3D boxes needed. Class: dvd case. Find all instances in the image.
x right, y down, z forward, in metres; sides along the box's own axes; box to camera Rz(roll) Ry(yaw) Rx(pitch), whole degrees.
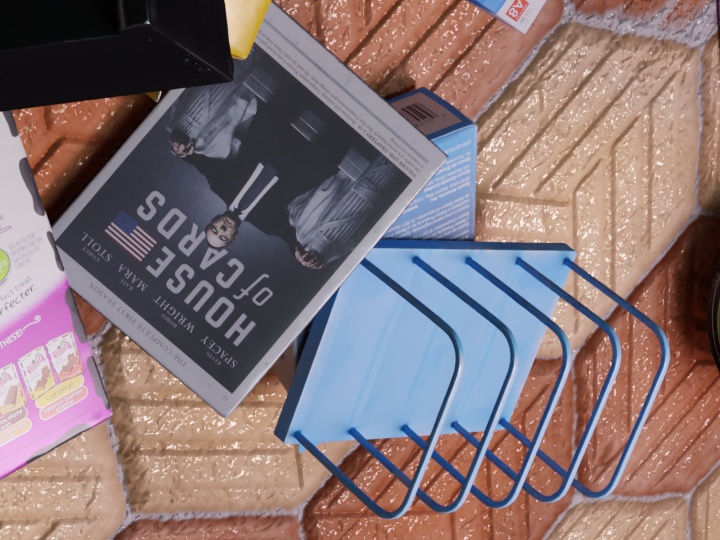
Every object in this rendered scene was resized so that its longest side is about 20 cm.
[{"bbox_3d":[-0.069,-0.038,1.170,0.150,0.025,0.200,41,87,-7],"label":"dvd case"}]

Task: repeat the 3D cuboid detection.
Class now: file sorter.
[{"bbox_3d":[0.075,0.069,1.270,0.200,0.123,0.139,1,118,-42],"label":"file sorter"}]

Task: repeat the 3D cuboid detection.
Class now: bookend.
[{"bbox_3d":[-0.172,-0.126,0.895,0.199,0.199,0.092,8,75,-83],"label":"bookend"}]

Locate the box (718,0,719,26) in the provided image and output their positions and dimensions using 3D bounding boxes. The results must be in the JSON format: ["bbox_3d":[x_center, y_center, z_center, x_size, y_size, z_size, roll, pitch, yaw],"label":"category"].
[{"bbox_3d":[0.313,-0.224,1.429,0.137,0.039,0.200,-31,134,-20],"label":"box"}]

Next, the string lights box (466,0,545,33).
[{"bbox_3d":[0.051,-0.229,1.183,0.200,0.059,0.103,26,98,-47],"label":"string lights box"}]

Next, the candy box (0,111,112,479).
[{"bbox_3d":[-0.225,0.014,1.057,0.136,0.061,0.201,-29,116,-32],"label":"candy box"}]

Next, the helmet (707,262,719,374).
[{"bbox_3d":[0.358,0.031,1.532,0.199,0.191,0.200,-17,164,-5],"label":"helmet"}]

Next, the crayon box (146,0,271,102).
[{"bbox_3d":[-0.083,-0.197,1.040,0.051,0.127,0.200,9,112,-44],"label":"crayon box"}]

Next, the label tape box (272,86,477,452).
[{"bbox_3d":[0.000,0.000,1.294,0.143,0.066,0.200,-23,134,-27],"label":"label tape box"}]
